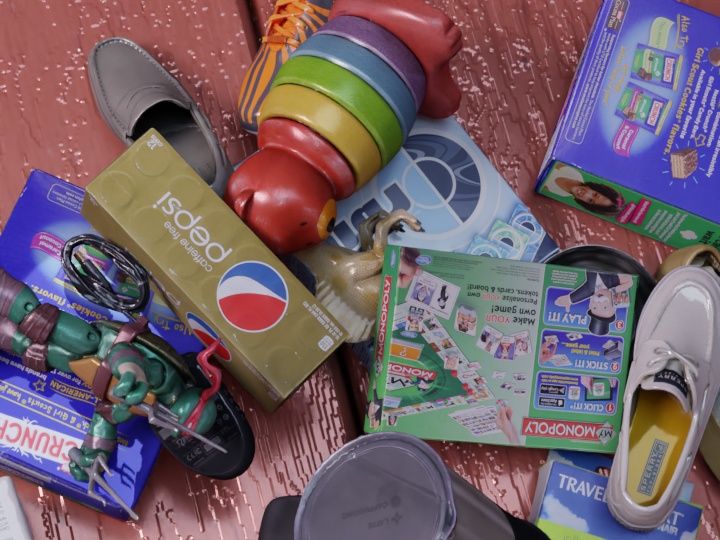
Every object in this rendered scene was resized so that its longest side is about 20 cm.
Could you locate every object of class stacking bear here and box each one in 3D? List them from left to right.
[{"bbox_3d":[-0.024,-0.097,1.292,0.113,0.122,0.200,27,66,16],"label":"stacking bear"}]

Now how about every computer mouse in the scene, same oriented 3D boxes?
[{"bbox_3d":[-0.139,0.058,1.238,0.058,0.034,0.201,-34,89,11],"label":"computer mouse"}]

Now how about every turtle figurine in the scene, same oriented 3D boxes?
[{"bbox_3d":[-0.168,0.076,1.181,0.199,0.150,0.101,30,49,8],"label":"turtle figurine"}]

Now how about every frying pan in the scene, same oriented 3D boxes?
[{"bbox_3d":[0.149,0.066,1.359,0.115,0.031,0.190,42,88,-3],"label":"frying pan"}]

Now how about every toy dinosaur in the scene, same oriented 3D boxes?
[{"bbox_3d":[0.000,0.000,1.305,0.200,0.058,0.101,41,77,7],"label":"toy dinosaur"}]

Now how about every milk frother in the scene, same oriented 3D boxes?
[{"bbox_3d":[0.028,0.240,1.200,0.180,0.188,0.201,-20,57,23],"label":"milk frother"}]

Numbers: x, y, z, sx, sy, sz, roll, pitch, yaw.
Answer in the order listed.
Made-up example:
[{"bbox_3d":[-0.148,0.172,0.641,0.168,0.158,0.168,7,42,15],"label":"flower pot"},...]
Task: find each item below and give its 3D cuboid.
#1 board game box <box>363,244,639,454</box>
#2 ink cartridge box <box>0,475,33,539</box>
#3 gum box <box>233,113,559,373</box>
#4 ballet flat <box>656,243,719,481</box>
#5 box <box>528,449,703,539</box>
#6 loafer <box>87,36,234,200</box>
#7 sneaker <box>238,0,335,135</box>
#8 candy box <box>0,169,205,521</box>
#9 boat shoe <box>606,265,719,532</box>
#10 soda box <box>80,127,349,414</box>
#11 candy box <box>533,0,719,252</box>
[{"bbox_3d":[0.104,0.059,1.299,0.199,0.029,0.136,7,91,-24],"label":"board game box"},{"bbox_3d":[-0.273,0.264,1.225,0.143,0.084,0.201,-19,76,-12],"label":"ink cartridge box"},{"bbox_3d":[0.024,-0.040,1.372,0.170,0.045,0.200,-35,81,-15],"label":"gum box"},{"bbox_3d":[0.273,0.074,1.352,0.068,0.063,0.201,-13,75,-21],"label":"ballet flat"},{"bbox_3d":[0.172,0.230,1.305,0.121,0.048,0.201,18,73,-1],"label":"box"},{"bbox_3d":[-0.148,-0.111,1.345,0.070,0.070,0.200,-32,61,-14],"label":"loafer"},{"bbox_3d":[-0.054,-0.207,1.372,0.077,0.112,0.201,9,61,31],"label":"sneaker"},{"bbox_3d":[-0.203,0.056,1.292,0.168,0.077,0.201,24,71,-2],"label":"candy box"},{"bbox_3d":[0.222,0.086,1.287,0.070,0.070,0.201,18,74,8],"label":"boat shoe"},{"bbox_3d":[-0.103,0.001,1.245,0.200,0.064,0.068,46,71,3],"label":"soda box"},{"bbox_3d":[0.258,-0.110,1.403,0.199,0.077,0.170,21,71,2],"label":"candy box"}]
